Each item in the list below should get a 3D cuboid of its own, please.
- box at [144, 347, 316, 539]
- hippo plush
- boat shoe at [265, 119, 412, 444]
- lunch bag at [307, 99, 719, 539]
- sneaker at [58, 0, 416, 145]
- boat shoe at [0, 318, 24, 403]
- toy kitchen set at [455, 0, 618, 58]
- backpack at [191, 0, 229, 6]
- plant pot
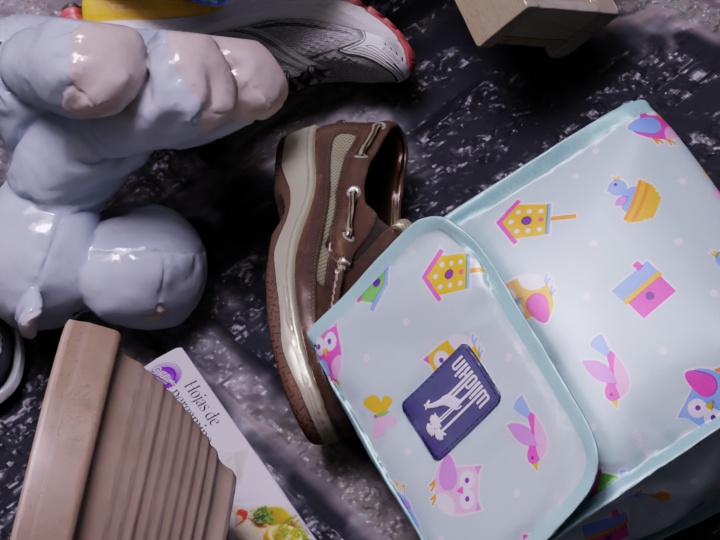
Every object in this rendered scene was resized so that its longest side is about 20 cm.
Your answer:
[{"bbox_3d":[-0.054,0.116,1.337,0.039,0.041,0.200,-29,47,-11],"label":"box"},{"bbox_3d":[-0.142,-0.045,1.405,0.200,0.161,0.159,6,5,-9],"label":"hippo plush"},{"bbox_3d":[-0.002,-0.004,1.399,0.075,0.075,0.202,-14,47,13],"label":"boat shoe"},{"bbox_3d":[0.093,0.046,1.287,0.200,0.122,0.170,-28,64,-8],"label":"lunch bag"},{"bbox_3d":[-0.067,-0.104,1.522,0.200,0.078,0.082,-3,70,14],"label":"sneaker"},{"bbox_3d":[-0.240,-0.002,1.480,0.076,0.060,0.200,-32,49,-13],"label":"boat shoe"},{"bbox_3d":[0.046,-0.180,1.552,0.180,0.163,0.200,-38,67,36],"label":"toy kitchen set"},{"bbox_3d":[-0.089,-0.215,1.475,0.200,0.163,0.154,10,33,27],"label":"backpack"},{"bbox_3d":[-0.110,0.128,1.259,0.093,0.201,0.201,12,51,-5],"label":"plant pot"}]
